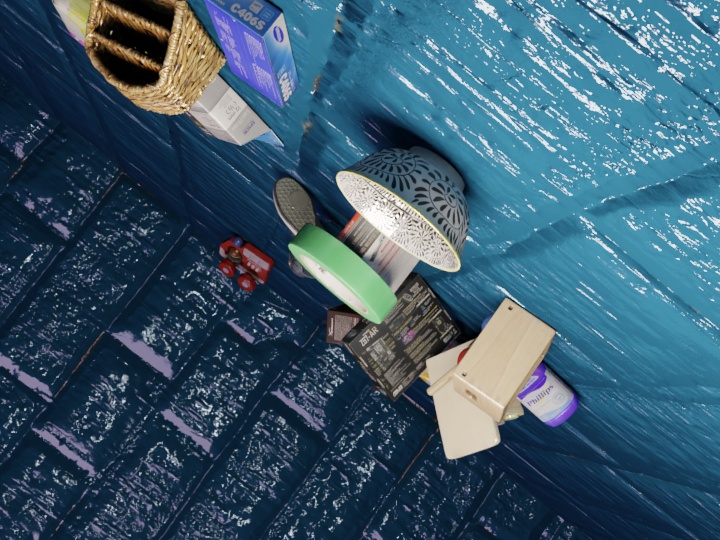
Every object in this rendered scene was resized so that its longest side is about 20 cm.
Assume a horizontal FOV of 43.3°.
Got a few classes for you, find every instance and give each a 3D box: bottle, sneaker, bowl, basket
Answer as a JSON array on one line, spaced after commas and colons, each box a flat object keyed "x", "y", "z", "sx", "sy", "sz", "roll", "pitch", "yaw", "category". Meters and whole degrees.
[{"x": 0.319, "y": 0.207, "z": 1.700, "sx": 0.200, "sy": 0.083, "sz": 0.065, "roll": 42, "pitch": -164, "yaw": -19, "category": "bottle"}, {"x": -0.125, "y": -0.077, "z": 1.813, "sx": 0.204, "sy": 0.076, "sz": 0.146, "roll": 60, "pitch": 157, "yaw": 5, "category": "sneaker"}, {"x": 0.073, "y": -0.097, "z": 1.172, "sx": 0.200, "sy": 0.095, "sz": 0.201, "roll": 36, "pitch": 170, "yaw": 7, "category": "bowl"}, {"x": -0.330, "y": -0.339, "z": 1.355, "sx": 0.199, "sy": 0.143, "sz": 0.149, "roll": 31, "pitch": 169, "yaw": 29, "category": "basket"}]

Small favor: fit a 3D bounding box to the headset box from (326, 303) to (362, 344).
[{"x": 0.045, "y": 0.122, "z": 1.972, "sx": 0.198, "sy": 0.078, "sz": 0.149, "roll": 6, "pitch": -170, "yaw": 25, "category": "headset box"}]

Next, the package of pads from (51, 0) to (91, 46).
[{"x": -0.447, "y": -0.418, "z": 1.620, "sx": 0.199, "sy": 0.068, "sz": 0.155, "roll": 37, "pitch": 170, "yaw": 1, "category": "package of pads"}]

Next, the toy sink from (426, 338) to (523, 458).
[{"x": 0.226, "y": 0.249, "z": 1.743, "sx": 0.111, "sy": 0.202, "sz": 0.130, "roll": 9, "pitch": 151, "yaw": -43, "category": "toy sink"}]

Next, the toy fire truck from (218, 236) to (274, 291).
[{"x": -0.380, "y": -0.041, "z": 3.011, "sx": 0.199, "sy": 0.112, "sz": 0.168, "roll": 36, "pitch": 146, "yaw": 7, "category": "toy fire truck"}]

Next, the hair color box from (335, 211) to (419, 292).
[{"x": 0.035, "y": -0.037, "z": 1.522, "sx": 0.064, "sy": 0.111, "sz": 0.200, "roll": 34, "pitch": 169, "yaw": 23, "category": "hair color box"}]

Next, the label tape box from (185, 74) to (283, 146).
[{"x": -0.245, "y": -0.271, "z": 1.584, "sx": 0.200, "sy": 0.066, "sz": 0.143, "roll": 47, "pitch": 167, "yaw": -34, "category": "label tape box"}]

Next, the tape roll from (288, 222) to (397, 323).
[{"x": -0.030, "y": 0.005, "z": 1.490, "sx": 0.200, "sy": 0.048, "sz": 0.201, "roll": 39, "pitch": 171, "yaw": 7, "category": "tape roll"}]

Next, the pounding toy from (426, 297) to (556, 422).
[{"x": 0.218, "y": 0.161, "z": 1.555, "sx": 0.142, "sy": 0.185, "sz": 0.200, "roll": 35, "pitch": 170, "yaw": 15, "category": "pounding toy"}]

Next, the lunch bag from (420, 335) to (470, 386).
[{"x": 0.235, "y": 0.223, "z": 1.935, "sx": 0.169, "sy": 0.128, "sz": 0.200, "roll": 31, "pitch": 179, "yaw": 25, "category": "lunch bag"}]

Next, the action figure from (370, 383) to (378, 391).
[{"x": 0.054, "y": 0.270, "z": 2.848, "sx": 0.119, "sy": 0.101, "sz": 0.202, "roll": -17, "pitch": -88, "yaw": -69, "category": "action figure"}]

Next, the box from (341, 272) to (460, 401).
[{"x": 0.081, "y": 0.130, "z": 1.783, "sx": 0.161, "sy": 0.200, "sz": 0.043, "roll": 51, "pitch": 164, "yaw": -22, "category": "box"}]

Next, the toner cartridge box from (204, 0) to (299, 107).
[{"x": -0.136, "y": -0.293, "z": 1.176, "sx": 0.095, "sy": 0.043, "sz": 0.200, "roll": 35, "pitch": 170, "yaw": 9, "category": "toner cartridge box"}]
